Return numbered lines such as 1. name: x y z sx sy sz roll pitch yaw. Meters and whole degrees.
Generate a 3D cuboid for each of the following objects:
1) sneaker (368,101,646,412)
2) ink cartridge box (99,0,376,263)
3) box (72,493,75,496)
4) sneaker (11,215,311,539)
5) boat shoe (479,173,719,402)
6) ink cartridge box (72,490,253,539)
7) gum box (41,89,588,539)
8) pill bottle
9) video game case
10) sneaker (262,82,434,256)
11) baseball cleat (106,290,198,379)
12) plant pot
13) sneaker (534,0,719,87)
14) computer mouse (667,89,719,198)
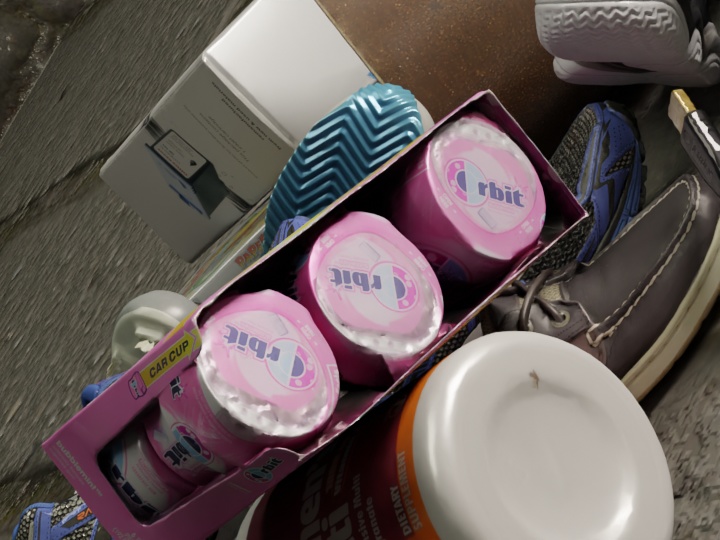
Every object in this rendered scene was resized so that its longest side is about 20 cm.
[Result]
1. sneaker: 0.051 0.009 1.078 0.200 0.078 0.075 -54 15 9
2. ink cartridge box: -0.053 -0.106 1.463 0.147 0.086 0.200 -48 3 -28
3. box: -0.154 0.230 1.247 0.148 0.104 0.201 -43 21 43
4. sneaker: -0.073 0.056 1.029 0.201 0.078 0.075 -59 -3 -22
5. boat shoe: 0.074 0.035 1.011 0.200 0.065 0.072 -50 15 21
6. ink cartridge box: -0.084 0.172 1.107 0.128 0.125 0.201 -25 34 62
7. gum box: -0.018 0.024 0.929 0.200 0.066 0.113 -39 -1 -43
8. pill bottle: 0.019 0.109 0.948 0.200 0.109 0.110 -39 23 48
9. video game case: -0.038 -0.031 1.332 0.182 0.023 0.200 -44 5 20
10. sneaker: 0.000 0.000 1.168 0.081 0.076 0.201 -52 -24 -56
11. baseball cleat: -0.062 0.052 1.218 0.107 0.069 0.200 -58 -27 -28
12. plant pot: 0.086 -0.162 1.211 0.200 0.187 0.187 -40 17 6
13. sneaker: 0.118 -0.139 1.064 0.200 0.075 0.115 10 -97 -79
14. computer mouse: 0.162 -0.111 0.947 0.140 0.046 0.201 -47 57 30
